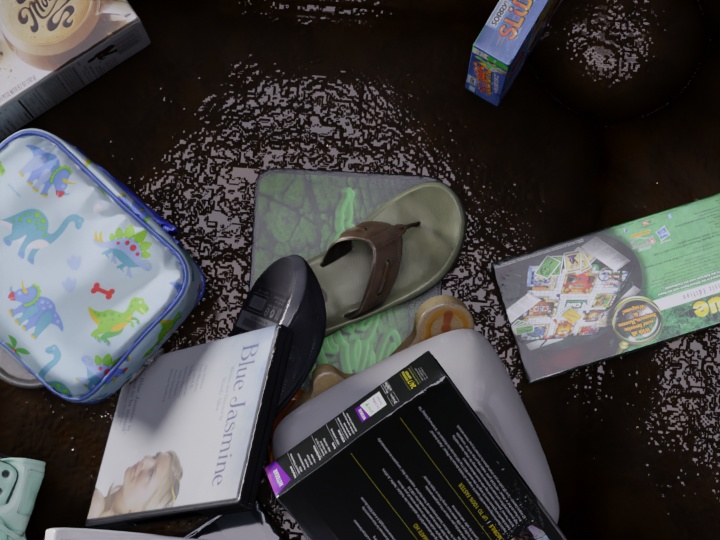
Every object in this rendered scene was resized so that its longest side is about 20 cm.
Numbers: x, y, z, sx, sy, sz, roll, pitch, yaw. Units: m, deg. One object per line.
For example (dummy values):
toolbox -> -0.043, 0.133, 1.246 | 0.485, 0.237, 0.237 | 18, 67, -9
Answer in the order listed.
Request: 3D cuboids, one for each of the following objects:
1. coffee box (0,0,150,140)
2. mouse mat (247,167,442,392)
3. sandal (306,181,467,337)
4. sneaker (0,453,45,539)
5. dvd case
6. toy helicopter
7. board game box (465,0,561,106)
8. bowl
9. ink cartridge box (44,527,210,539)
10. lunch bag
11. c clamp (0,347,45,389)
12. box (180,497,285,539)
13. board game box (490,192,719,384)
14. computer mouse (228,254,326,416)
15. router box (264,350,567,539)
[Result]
coffee box -> -0.289, -0.187, 1.463 | 0.200, 0.080, 0.113 | -33, 83, -4
mouse mat -> -0.013, 0.016, 1.463 | 0.161, 0.008, 0.200 | 3, 82, 2
sandal -> 0.000, 0.001, 1.431 | 0.201, 0.057, 0.080 | -33, 80, -2
sneaker -> -0.267, 0.216, 1.402 | 0.200, 0.074, 0.118 | 36, 90, 9
dvd case -> -0.133, 0.123, 1.357 | 0.018, 0.200, 0.143 | 30, 60, -34
toy helicopter -> 0.024, 0.106, 1.404 | 0.132, 0.079, 0.200 | 36, 104, -19
board game box -> 0.151, -0.238, 1.432 | 0.034, 0.135, 0.200 | 30, 83, 5
bowl -> 0.051, 0.168, 1.360 | 0.200, 0.075, 0.200 | -27, 114, -5
ink cartridge box -> -0.149, 0.285, 1.367 | 0.200, 0.050, 0.161 | 7, 82, -17
lunch bag -> -0.232, -0.004, 1.406 | 0.200, 0.082, 0.161 | 41, 89, 8
c clamp -> -0.269, 0.002, 1.461 | 0.200, 0.027, 0.171 | -35, 82, -3
box -> -0.097, 0.299, 1.401 | 0.159, 0.046, 0.200 | -33, 83, -4
board game box -> 0.216, 0.015, 1.448 | 0.200, 0.023, 0.105 | -16, 79, 0
computer mouse -> -0.080, 0.084, 1.389 | 0.053, 0.138, 0.200 | 28, 90, -27
router box -> 0.048, 0.180, 1.294 | 0.149, 0.051, 0.200 | -35, 113, 1
